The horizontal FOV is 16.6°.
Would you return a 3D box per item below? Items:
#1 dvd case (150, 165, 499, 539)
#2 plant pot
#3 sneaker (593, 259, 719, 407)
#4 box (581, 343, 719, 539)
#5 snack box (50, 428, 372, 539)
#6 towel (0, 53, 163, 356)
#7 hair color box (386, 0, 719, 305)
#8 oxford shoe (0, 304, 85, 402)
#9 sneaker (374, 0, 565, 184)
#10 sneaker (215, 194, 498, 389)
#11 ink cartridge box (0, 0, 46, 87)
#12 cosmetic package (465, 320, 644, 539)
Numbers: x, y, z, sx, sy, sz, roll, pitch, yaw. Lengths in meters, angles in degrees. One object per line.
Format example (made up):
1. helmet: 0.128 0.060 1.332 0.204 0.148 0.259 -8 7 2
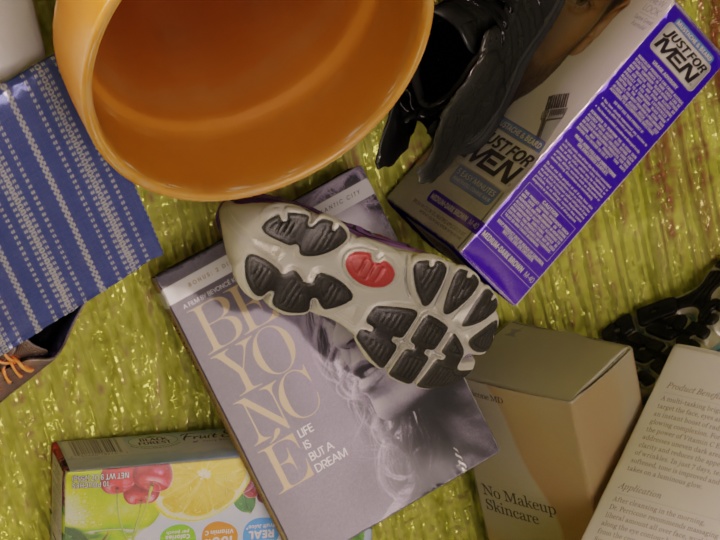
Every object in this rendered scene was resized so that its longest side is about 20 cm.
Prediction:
1. dvd case: -0.019 0.059 1.512 0.148 0.016 0.201 -29 98 -15
2. plant pot: -0.087 -0.172 1.336 0.199 0.184 0.201 -18 137 -17
3. sneaker: 0.232 0.062 1.651 0.199 0.078 0.090 -30 122 -12
4. box: 0.228 0.175 1.560 0.152 0.106 0.201 50 60 -45
5. snack box: -0.093 0.173 1.544 0.198 0.053 0.143 -4 111 -18
6. towel: -0.219 -0.016 1.357 0.199 0.024 0.145 -31 124 -12
7. hair color box: 0.119 -0.086 1.524 0.200 0.109 0.065 -48 122 -3
8. oxford shoe: -0.220 0.045 1.434 0.071 0.073 0.200 36 91 -31
9. sneaker: 0.068 -0.141 1.467 0.201 0.060 0.104 -68 161 -4
10. sneaker: 0.000 0.000 1.475 0.199 0.083 0.081 30 100 -30
11. ink cartridge box: -0.259 -0.156 1.336 0.145 0.084 0.201 -18 116 -18
12. cosmetic package: 0.134 0.141 1.604 0.071 0.105 0.201 -38 125 -38
